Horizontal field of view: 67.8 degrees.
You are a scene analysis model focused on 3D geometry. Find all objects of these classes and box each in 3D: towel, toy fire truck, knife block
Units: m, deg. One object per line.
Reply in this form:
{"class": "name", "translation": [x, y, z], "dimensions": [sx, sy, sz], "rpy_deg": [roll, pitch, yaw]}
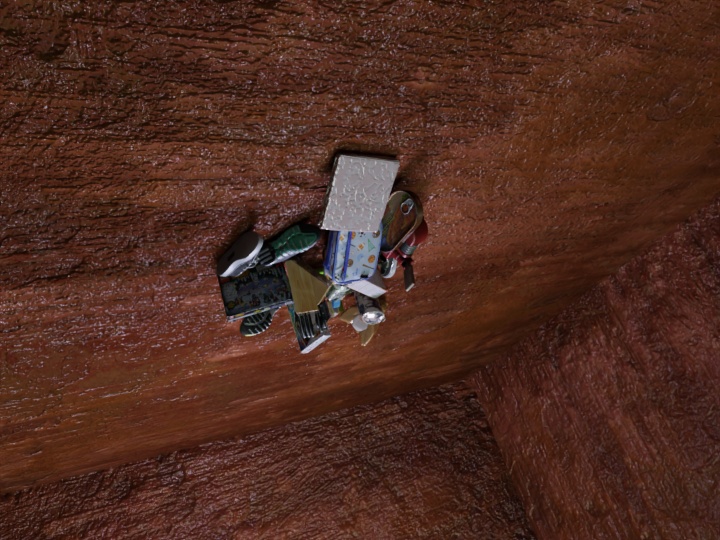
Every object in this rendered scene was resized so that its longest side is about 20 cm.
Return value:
{"class": "towel", "translation": [-0.005, -0.193, 1.347], "dimensions": [0.188, 0.032, 0.203], "rpy_deg": [-1, 122, -34]}
{"class": "toy fire truck", "translation": [0.134, -0.063, 1.559], "dimensions": [0.127, 0.201, 0.177], "rpy_deg": [-25, 159, -37]}
{"class": "knife block", "translation": [-0.166, 0.085, 1.557], "dimensions": [0.177, 0.198, 0.064], "rpy_deg": [-55, 179, 12]}

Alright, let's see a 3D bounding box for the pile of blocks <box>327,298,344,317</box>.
{"class": "pile of blocks", "translation": [-0.076, 0.106, 1.909], "dimensions": [0.061, 0.083, 0.201], "rpy_deg": [-14, 153, -14]}

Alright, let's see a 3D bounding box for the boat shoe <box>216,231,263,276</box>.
{"class": "boat shoe", "translation": [-0.312, -0.037, 1.451], "dimensions": [0.067, 0.075, 0.198], "rpy_deg": [13, 139, -43]}

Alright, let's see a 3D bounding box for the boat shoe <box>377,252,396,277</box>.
{"class": "boat shoe", "translation": [0.084, -0.045, 1.761], "dimensions": [0.062, 0.072, 0.202], "rpy_deg": [-12, 145, -20]}

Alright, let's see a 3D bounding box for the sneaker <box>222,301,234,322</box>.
{"class": "sneaker", "translation": [-0.343, 0.084, 1.646], "dimensions": [0.198, 0.092, 0.069], "rpy_deg": [-34, 152, 27]}

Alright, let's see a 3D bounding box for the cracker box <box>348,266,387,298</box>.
{"class": "cracker box", "translation": [0.000, 0.000, 1.698], "dimensions": [0.057, 0.136, 0.199], "rpy_deg": [-29, 153, 19]}

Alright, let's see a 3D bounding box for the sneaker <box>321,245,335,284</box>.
{"class": "sneaker", "translation": [-0.075, -0.062, 1.563], "dimensions": [0.074, 0.090, 0.203], "rpy_deg": [-8, 130, -34]}

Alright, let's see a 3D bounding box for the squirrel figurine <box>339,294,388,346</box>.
{"class": "squirrel figurine", "translation": [0.038, 0.146, 1.981], "dimensions": [0.201, 0.141, 0.186], "rpy_deg": [-50, 175, 17]}

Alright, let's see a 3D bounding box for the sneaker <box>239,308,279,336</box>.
{"class": "sneaker", "translation": [-0.326, 0.146, 1.725], "dimensions": [0.089, 0.079, 0.200], "rpy_deg": [-25, -164, 42]}

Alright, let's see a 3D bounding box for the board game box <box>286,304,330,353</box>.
{"class": "board game box", "translation": [-0.178, 0.155, 1.785], "dimensions": [0.126, 0.203, 0.034], "rpy_deg": [-36, 153, 33]}

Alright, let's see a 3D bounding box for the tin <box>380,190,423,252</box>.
{"class": "tin", "translation": [0.097, -0.136, 1.480], "dimensions": [0.041, 0.113, 0.200], "rpy_deg": [-21, 161, -45]}

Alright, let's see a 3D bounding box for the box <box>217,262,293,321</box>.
{"class": "box", "translation": [-0.305, 0.052, 1.557], "dimensions": [0.196, 0.139, 0.040], "rpy_deg": [-16, 159, -12]}

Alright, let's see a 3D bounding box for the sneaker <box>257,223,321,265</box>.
{"class": "sneaker", "translation": [-0.191, -0.074, 1.504], "dimensions": [0.196, 0.076, 0.087], "rpy_deg": [-21, 174, 15]}

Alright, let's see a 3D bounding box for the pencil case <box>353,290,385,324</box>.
{"class": "pencil case", "translation": [0.027, 0.090, 1.814], "dimensions": [0.087, 0.203, 0.079], "rpy_deg": [-2, 137, -17]}

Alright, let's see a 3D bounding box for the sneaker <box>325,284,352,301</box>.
{"class": "sneaker", "translation": [-0.060, 0.054, 1.715], "dimensions": [0.089, 0.077, 0.199], "rpy_deg": [-50, 164, 16]}

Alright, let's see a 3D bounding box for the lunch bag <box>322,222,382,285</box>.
{"class": "lunch bag", "translation": [-0.024, -0.058, 1.480], "dimensions": [0.157, 0.075, 0.205], "rpy_deg": [-7, 117, -34]}

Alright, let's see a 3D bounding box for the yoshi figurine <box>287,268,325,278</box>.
{"class": "yoshi figurine", "translation": [-0.139, 0.042, 1.664], "dimensions": [0.111, 0.115, 0.198], "rpy_deg": [-26, 169, 37]}
